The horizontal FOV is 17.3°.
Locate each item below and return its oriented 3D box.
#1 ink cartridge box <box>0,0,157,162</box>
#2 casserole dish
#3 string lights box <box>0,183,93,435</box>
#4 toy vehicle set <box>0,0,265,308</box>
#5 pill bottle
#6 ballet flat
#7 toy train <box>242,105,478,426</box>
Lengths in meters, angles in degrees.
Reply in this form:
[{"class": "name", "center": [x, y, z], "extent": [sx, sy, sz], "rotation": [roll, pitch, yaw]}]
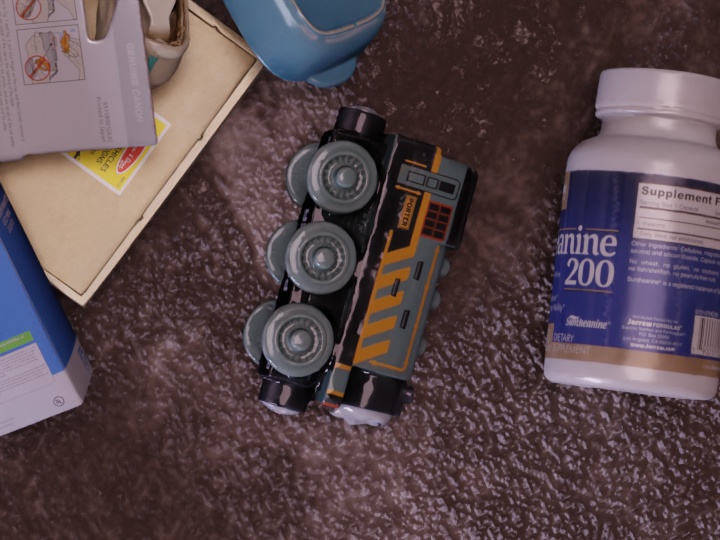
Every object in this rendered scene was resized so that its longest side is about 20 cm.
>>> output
[{"class": "ink cartridge box", "center": [-0.218, -0.167, 1.437], "extent": [0.173, 0.044, 0.200], "rotation": [-5, 106, 3]}, {"class": "casserole dish", "center": [-0.049, -0.211, 1.483], "extent": [0.121, 0.039, 0.200], "rotation": [-29, 91, -49]}, {"class": "string lights box", "center": [-0.252, 0.004, 1.441], "extent": [0.103, 0.059, 0.200], "rotation": [-21, 108, 8]}, {"class": "toy vehicle set", "center": [-0.166, -0.091, 1.508], "extent": [0.124, 0.027, 0.200], "rotation": [37, 85, -3]}, {"class": "pill bottle", "center": [0.180, -0.022, 1.494], "extent": [0.111, 0.111, 0.200], "rotation": [7, 87, -5]}, {"class": "ballet flat", "center": [-0.133, -0.211, 1.473], "extent": [0.069, 0.069, 0.200], "rotation": [-4, 72, -5]}, {"class": "toy train", "center": [0.000, 0.000, 1.496], "extent": [0.114, 0.085, 0.200], "rotation": [16, 87, -14]}]
